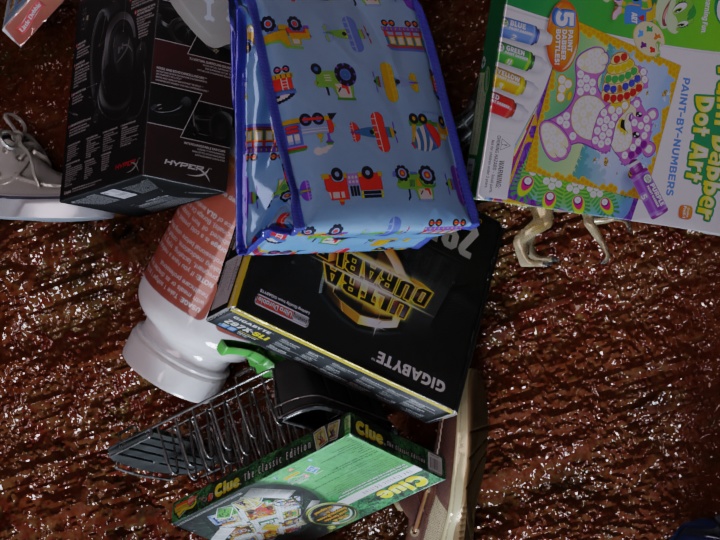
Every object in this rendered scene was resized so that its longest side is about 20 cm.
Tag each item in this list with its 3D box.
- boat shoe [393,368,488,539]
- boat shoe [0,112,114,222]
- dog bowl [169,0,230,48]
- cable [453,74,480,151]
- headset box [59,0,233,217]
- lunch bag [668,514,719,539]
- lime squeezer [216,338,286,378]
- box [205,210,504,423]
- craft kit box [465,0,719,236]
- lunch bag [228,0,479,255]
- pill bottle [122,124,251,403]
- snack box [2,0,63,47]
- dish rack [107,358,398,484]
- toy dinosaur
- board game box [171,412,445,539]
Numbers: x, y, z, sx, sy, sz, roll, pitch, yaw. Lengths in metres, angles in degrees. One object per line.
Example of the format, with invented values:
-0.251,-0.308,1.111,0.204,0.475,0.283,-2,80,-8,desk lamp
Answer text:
0.054,0.172,1.497,0.071,0.072,0.202,9,102,14,boat shoe
-0.289,-0.086,1.583,0.200,0.074,0.087,6,93,26,boat shoe
-0.058,-0.243,1.435,0.059,0.199,0.201,-33,83,50,dog bowl
0.101,-0.125,1.488,0.097,0.050,0.200,43,116,2,cable
-0.160,-0.153,1.477,0.148,0.077,0.202,-12,70,56,headset box
0.292,0.253,1.397,0.198,0.136,0.133,17,98,16,lunch bag
-0.048,0.044,1.480,0.038,0.199,0.071,39,130,29,lime squeezer
0.000,0.000,1.424,0.199,0.049,0.161,27,64,-23,box
0.185,-0.137,1.406,0.196,0.048,0.202,7,94,-15,craft kit box
-0.013,-0.118,1.356,0.094,0.149,0.202,-18,76,58,lunch bag
-0.104,-0.003,1.508,0.112,0.112,0.201,32,102,12,pill bottle
-0.213,-0.267,1.543,0.024,0.072,0.200,40,106,-23,snack box
-0.088,0.129,1.491,0.199,0.153,0.055,-25,66,20,dish rack
0.136,-0.055,1.458,0.198,0.058,0.102,-2,93,-8,toy dinosaur
-0.041,0.169,1.479,0.199,0.104,0.024,-29,45,35,board game box
